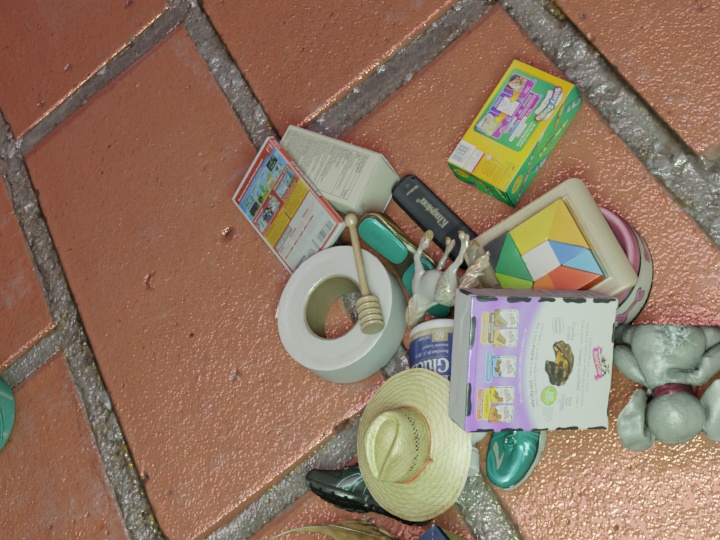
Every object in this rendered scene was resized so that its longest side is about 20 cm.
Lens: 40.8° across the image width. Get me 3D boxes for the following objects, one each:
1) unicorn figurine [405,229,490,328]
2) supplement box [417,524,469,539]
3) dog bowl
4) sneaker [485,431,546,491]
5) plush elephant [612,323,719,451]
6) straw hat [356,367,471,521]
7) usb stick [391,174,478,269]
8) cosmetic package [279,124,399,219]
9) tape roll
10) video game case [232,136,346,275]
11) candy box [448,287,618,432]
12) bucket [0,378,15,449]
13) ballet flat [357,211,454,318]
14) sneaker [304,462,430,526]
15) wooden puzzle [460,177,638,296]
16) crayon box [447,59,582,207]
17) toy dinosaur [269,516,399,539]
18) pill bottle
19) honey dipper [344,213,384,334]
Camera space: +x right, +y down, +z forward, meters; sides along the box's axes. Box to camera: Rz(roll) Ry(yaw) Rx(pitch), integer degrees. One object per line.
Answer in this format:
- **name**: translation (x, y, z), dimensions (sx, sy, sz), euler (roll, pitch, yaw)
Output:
- **unicorn figurine**: translation (0.109, 0.017, 1.365), dimensions (0.073, 0.200, 0.140), euler (18, 84, -11)
- **supplement box**: translation (0.096, 0.446, 1.195), dimensions (0.200, 0.200, 0.134), euler (-45, 57, 2)
- **dog bowl**: translation (0.307, -0.004, 1.361), dimensions (0.196, 0.074, 0.204), euler (-10, 65, 22)
- **sneaker**: translation (0.218, 0.197, 1.314), dimensions (0.076, 0.080, 0.203), euler (18, 78, 31)
- **plush elephant**: translation (0.393, 0.147, 1.211), dimensions (0.161, 0.200, 0.158), euler (0, 87, 18)
- **straw hat**: translation (0.047, 0.229, 1.269), dimensions (0.198, 0.084, 0.206), euler (-5, 82, 35)
- **usb stick**: translation (0.120, -0.078, 1.510), dimensions (0.055, 0.033, 0.200), euler (-44, 56, 4)
- **cosmetic package**: translation (-0.048, -0.155, 1.595), dimensions (0.198, 0.087, 0.105), euler (24, 80, 33)
- **tape roll**: translation (-0.029, 0.068, 1.500), dimensions (0.199, 0.071, 0.206), euler (-10, 65, 22)
- **video game case**: translation (-0.120, -0.096, 1.576), dimensions (0.201, 0.017, 0.144), euler (50, 126, 18)
- **candy box**: translation (0.218, 0.112, 1.226), dimensions (0.196, 0.071, 0.172), euler (1, 97, -13)
- **bucket**: translation (-0.730, 0.257, 1.729), dimensions (0.203, 0.135, 0.211), euler (-11, 64, 23)
- **ballet flat**: translation (0.075, -0.016, 1.470), dimensions (0.200, 0.072, 0.068), euler (44, 115, -2)
- **sneaker**: translation (0.016, 0.306, 1.383), dimensions (0.196, 0.076, 0.080), euler (8, 62, 20)
- **wooden puzzle**: translation (0.252, -0.012, 1.326), dimensions (0.198, 0.037, 0.187), euler (-30, 58, 12)
- **crayon box**: translation (0.239, -0.214, 1.494), dimensions (0.118, 0.058, 0.202), euler (31, 85, 33)
- **toy dinosaur**: translation (-0.019, 0.365, 1.347), dimensions (0.196, 0.101, 0.059), euler (1, 69, 26)
- **pill bottle**: translation (0.123, 0.180, 1.350), dimensions (0.109, 0.111, 0.204), euler (-10, 65, 22)
- **honey dipper**: translation (0.000, 0.000, 1.455), dimensions (0.037, 0.038, 0.203), euler (-22, 57, 16)
